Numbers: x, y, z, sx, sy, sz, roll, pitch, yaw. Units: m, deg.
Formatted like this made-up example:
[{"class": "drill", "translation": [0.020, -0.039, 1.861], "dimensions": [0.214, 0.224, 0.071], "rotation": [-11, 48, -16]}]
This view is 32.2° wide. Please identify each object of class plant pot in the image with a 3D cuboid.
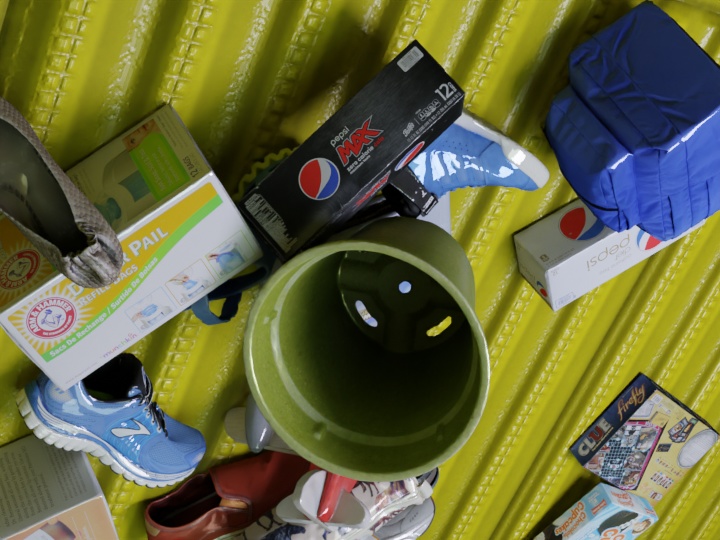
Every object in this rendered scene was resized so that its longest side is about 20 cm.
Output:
[{"class": "plant pot", "translation": [0.022, 0.043, 1.052], "dimensions": [0.197, 0.184, 0.204], "rotation": [4, 110, 12]}]

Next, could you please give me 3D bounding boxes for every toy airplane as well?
[{"class": "toy airplane", "translation": [-0.023, 0.143, 1.179], "dimensions": [0.198, 0.199, 0.142], "rotation": [-27, 124, -7]}]

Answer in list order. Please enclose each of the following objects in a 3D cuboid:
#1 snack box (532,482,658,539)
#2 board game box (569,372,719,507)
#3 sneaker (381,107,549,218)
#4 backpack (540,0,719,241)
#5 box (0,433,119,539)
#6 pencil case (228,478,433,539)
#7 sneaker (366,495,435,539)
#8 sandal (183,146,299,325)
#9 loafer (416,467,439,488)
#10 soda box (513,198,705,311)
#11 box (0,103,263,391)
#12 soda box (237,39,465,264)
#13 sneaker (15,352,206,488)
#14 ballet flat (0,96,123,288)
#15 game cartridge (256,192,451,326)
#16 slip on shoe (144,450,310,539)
[{"class": "snack box", "translation": [0.283, 0.362, 1.641], "dimensions": [0.115, 0.037, 0.200], "rotation": [23, 119, -42]}, {"class": "board game box", "translation": [0.370, 0.222, 1.611], "dimensions": [0.136, 0.035, 0.199], "rotation": [-48, 135, 9]}, {"class": "sneaker", "translation": [0.078, -0.091, 1.140], "dimensions": [0.198, 0.077, 0.112], "rotation": [23, 104, -38]}, {"class": "backpack", "translation": [0.270, -0.125, 1.189], "dimensions": [0.166, 0.164, 0.200], "rotation": [-32, 149, 6]}, {"class": "box", "translation": [-0.324, 0.258, 1.138], "dimensions": [0.198, 0.107, 0.154], "rotation": [-23, 134, -16]}, {"class": "pencil case", "translation": [-0.028, 0.248, 1.235], "dimensions": [0.198, 0.089, 0.078], "rotation": [-32, 138, -16]}, {"class": "sneaker", "translation": [-0.019, 0.258, 1.304], "dimensions": [0.197, 0.076, 0.093], "rotation": [-18, 93, -9]}, {"class": "sandal", "translation": [-0.094, -0.022, 1.081], "dimensions": [0.200, 0.087, 0.080], "rotation": [-43, 134, 2]}, {"class": "loafer", "translation": [-0.006, 0.246, 1.364], "dimensions": [0.198, 0.072, 0.064], "rotation": [-26, 129, -10]}, {"class": "soda box", "translation": [0.261, -0.043, 1.306], "dimensions": [0.198, 0.068, 0.064], "rotation": [-29, 135, -11]}, {"class": "box", "translation": [-0.196, -0.018, 0.998], "dimensions": [0.199, 0.113, 0.102], "rotation": [-34, 135, -3]}, {"class": "soda box", "translation": [-0.006, -0.092, 1.021], "dimensions": [0.200, 0.063, 0.071], "rotation": [-42, 173, -4]}, {"class": "sneaker", "translation": [-0.209, 0.131, 1.133], "dimensions": [0.089, 0.079, 0.199], "rotation": [-47, 135, 12]}, {"class": "ballet flat", "translation": [-0.247, -0.064, 0.898], "dimensions": [0.067, 0.046, 0.200], "rotation": [-43, 93, -2]}, {"class": "game cartridge", "translation": [0.000, 0.000, 1.196], "dimensions": [0.198, 0.042, 0.135], "rotation": [-22, 129, -17]}, {"class": "slip on shoe", "translation": [-0.129, 0.225, 1.267], "dimensions": [0.198, 0.074, 0.062], "rotation": [-26, 132, -6]}]
